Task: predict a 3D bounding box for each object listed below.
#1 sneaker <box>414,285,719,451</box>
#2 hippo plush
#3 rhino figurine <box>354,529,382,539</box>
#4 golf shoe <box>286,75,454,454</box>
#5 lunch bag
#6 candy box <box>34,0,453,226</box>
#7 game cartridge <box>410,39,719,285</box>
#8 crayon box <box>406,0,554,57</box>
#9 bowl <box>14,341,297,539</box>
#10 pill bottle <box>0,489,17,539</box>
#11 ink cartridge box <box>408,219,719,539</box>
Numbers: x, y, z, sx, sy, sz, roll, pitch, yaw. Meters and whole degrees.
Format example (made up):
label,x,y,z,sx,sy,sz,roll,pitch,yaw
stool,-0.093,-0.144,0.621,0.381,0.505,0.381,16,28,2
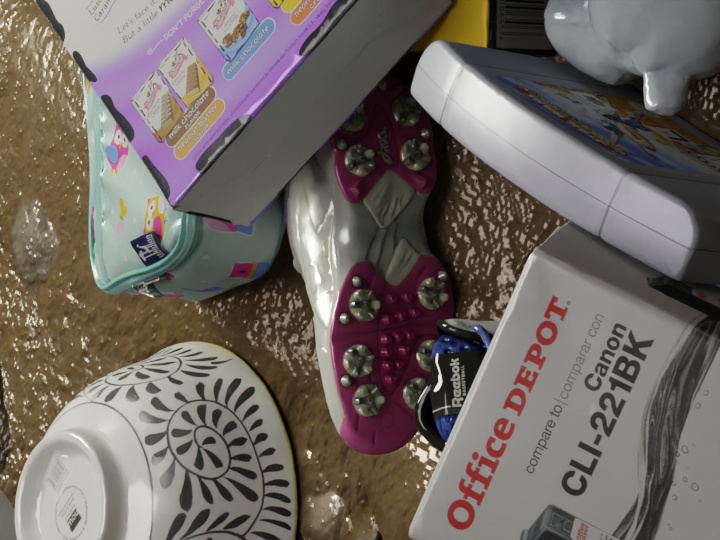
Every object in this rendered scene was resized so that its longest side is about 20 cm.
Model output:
label,x,y,z,sx,sy,sz,roll,pitch,yaw
sneaker,0.097,0.057,1.190,0.199,0.115,0.081,-21,70,44
hippo plush,0.124,-0.171,1.175,0.160,0.161,0.200,-57,19,-15
rhino figurine,0.030,0.173,1.276,0.200,0.087,0.060,-35,16,40
golf shoe,0.000,0.000,1.349,0.091,0.075,0.202,-21,66,60
lunch bag,-0.104,-0.081,1.442,0.160,0.077,0.202,-18,70,58
candy box,-0.073,-0.155,1.312,0.168,0.071,0.200,-46,60,20
game cartridge,0.118,-0.051,1.169,0.200,0.133,0.042,38,110,43
crayon box,0.023,-0.213,1.329,0.172,0.058,0.202,6,96,45
bowl,-0.134,0.137,1.448,0.200,0.094,0.203,-9,78,46
pill bottle,-0.300,0.209,1.605,0.200,0.111,0.112,-45,54,33
ink cartridge box,0.140,0.088,1.094,0.199,0.084,0.145,27,107,12
